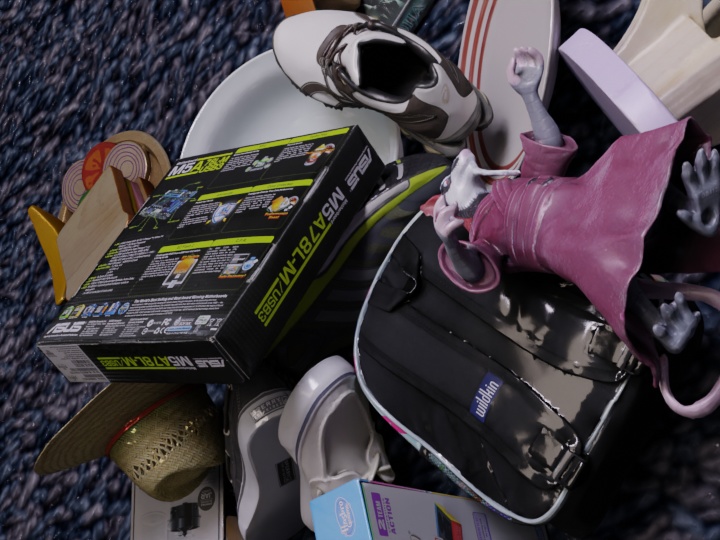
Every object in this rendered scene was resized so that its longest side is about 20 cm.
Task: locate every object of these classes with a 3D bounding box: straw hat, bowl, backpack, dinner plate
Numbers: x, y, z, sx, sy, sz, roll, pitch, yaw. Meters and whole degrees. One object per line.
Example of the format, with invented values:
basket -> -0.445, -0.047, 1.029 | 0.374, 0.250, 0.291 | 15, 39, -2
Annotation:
straw hat -> -0.145, 0.126, 0.882 | 0.201, 0.201, 0.085 | -45, 82, 22
bowl -> -0.042, -0.074, 0.937 | 0.199, 0.090, 0.204 | -9, 70, 25
backpack -> 0.101, 0.049, 0.744 | 0.199, 0.150, 0.179 | 31, 96, 33
dinner plate -> 0.106, -0.148, 0.831 | 0.200, 0.024, 0.203 | -174, 90, -76

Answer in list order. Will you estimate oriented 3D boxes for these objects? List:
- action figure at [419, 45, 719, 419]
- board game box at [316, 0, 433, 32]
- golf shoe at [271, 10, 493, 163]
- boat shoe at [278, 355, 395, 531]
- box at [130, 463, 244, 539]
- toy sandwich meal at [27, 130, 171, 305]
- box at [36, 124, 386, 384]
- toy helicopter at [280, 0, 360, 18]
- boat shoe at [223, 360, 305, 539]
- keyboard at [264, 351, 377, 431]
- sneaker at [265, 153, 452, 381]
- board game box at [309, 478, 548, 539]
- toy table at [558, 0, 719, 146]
action figure -> 0.115, -0.027, 0.640 | 0.134, 0.149, 0.199 | -52, 32, -17
board game box -> 0.037, -0.290, 0.990 | 0.135, 0.028, 0.201 | 44, 106, 41
golf shoe -> 0.004, -0.154, 0.835 | 0.199, 0.094, 0.078 | 28, 83, 31
boat shoe -> -0.009, 0.139, 0.807 | 0.065, 0.072, 0.201 | 35, 145, 29
box -> -0.130, 0.259, 0.944 | 0.116, 0.060, 0.202 | -18, 65, 36
toy sandwich meal -> -0.257, -0.049, 1.144 | 0.204, 0.070, 0.208 | -14, 68, 38
box -> -0.104, -0.010, 0.796 | 0.199, 0.048, 0.194 | -6, 40, 43
toy helicopter -> -0.074, -0.268, 0.926 | 0.079, 0.199, 0.133 | -35, 38, 28
boat shoe -> -0.073, 0.136, 0.866 | 0.069, 0.201, 0.066 | -24, 55, -16
keyboard -> -0.068, 0.062, 0.928 | 0.199, 0.021, 0.128 | 16, 129, 43
sneaker -> 0.000, 0.000, 0.824 | 0.200, 0.081, 0.074 | -46, 15, 15
board game box -> 0.061, 0.212, 0.695 | 0.040, 0.199, 0.155 | -30, 58, 30
toy table -> 0.204, -0.125, 0.706 | 0.117, 0.184, 0.200 | -40, 21, 13
